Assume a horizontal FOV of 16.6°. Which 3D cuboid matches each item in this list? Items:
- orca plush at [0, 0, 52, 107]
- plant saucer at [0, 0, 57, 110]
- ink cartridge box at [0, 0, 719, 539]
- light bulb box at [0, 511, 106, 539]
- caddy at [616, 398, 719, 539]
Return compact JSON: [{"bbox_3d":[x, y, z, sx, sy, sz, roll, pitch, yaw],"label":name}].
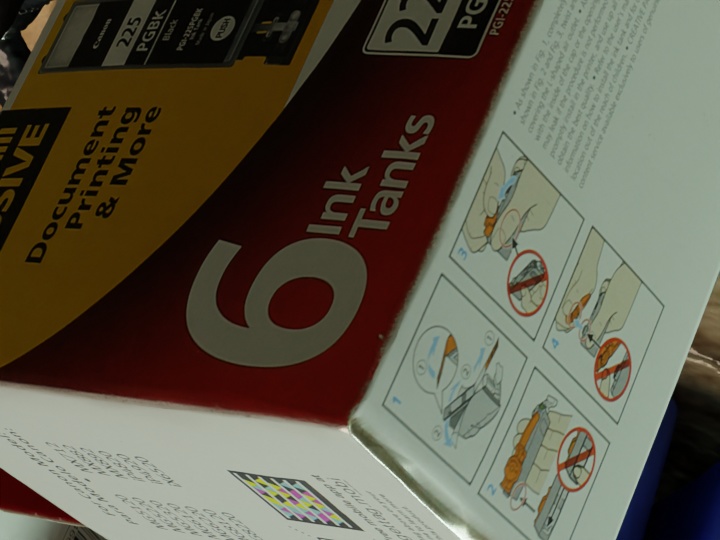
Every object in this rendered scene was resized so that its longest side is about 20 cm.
[{"bbox_3d":[-0.062,-0.089,0.614,0.071,0.106,0.200,8,149,-9],"label":"orca plush"},{"bbox_3d":[-0.055,-0.029,0.697,0.035,0.201,0.200,-15,-169,-43],"label":"plant saucer"},{"bbox_3d":[-0.007,-0.042,0.514,0.175,0.200,0.084,3,151,42],"label":"ink cartridge box"},{"bbox_3d":[-0.215,0.089,1.076,0.199,0.199,0.125,16,157,23],"label":"light bulb box"},{"bbox_3d":[0.094,0.118,0.935,0.141,0.105,0.200,26,160,-4],"label":"caddy"}]
